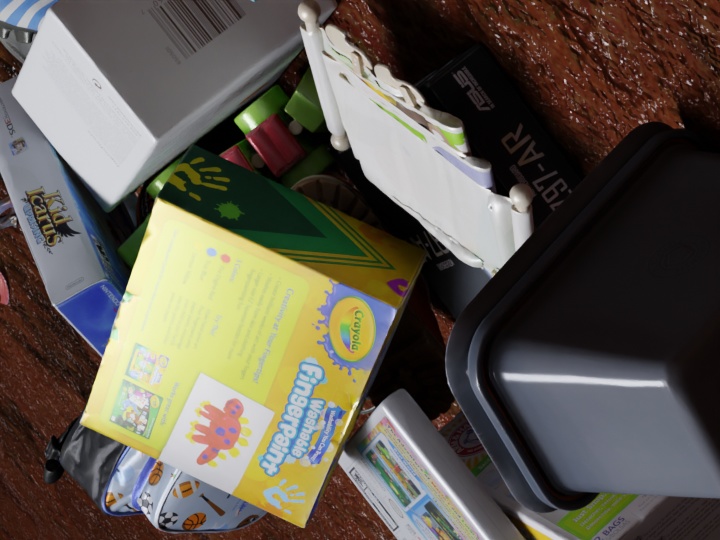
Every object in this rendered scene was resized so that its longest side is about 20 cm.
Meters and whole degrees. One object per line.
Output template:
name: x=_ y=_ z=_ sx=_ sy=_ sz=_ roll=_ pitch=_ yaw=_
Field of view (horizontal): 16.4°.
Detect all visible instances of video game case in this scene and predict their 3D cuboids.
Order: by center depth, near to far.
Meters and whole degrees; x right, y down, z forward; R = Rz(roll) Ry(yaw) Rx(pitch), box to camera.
video game case: x=0.066 y=0.177 z=1.625 sx=0.200 sy=0.024 sz=0.182 roll=52 pitch=163 yaw=6
video game case: x=-0.187 y=-0.015 z=1.744 sx=0.182 sy=0.045 sz=0.200 roll=62 pitch=-177 yaw=30

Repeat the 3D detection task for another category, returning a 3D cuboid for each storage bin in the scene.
storage bin: x=0.166 y=0.034 z=1.226 sx=0.134 sy=0.200 sz=0.146 roll=6 pitch=133 yaw=52

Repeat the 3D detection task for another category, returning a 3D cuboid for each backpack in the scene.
backpack: x=-0.126 y=0.120 z=2.033 sx=0.154 sy=0.200 sz=0.190 roll=44 pitch=-156 yaw=28

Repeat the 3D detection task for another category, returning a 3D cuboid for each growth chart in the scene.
growth chart: x=0.035 y=-0.065 z=1.456 sx=0.200 sy=0.018 sz=0.145 roll=42 pitch=159 yaw=26

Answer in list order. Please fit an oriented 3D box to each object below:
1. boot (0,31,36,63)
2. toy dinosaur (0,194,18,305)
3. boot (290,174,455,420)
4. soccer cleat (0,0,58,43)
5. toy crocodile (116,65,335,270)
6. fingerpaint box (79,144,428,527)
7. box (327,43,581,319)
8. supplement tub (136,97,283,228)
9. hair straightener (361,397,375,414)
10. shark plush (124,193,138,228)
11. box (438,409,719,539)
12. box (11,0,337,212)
boot: x=-0.206 y=-0.157 z=1.912 sx=0.200 sy=0.072 sz=0.182 roll=52 pitch=163 yaw=15
toy dinosaur: x=-0.415 y=-0.080 z=2.380 sx=0.181 sy=0.201 sz=0.105 roll=6 pitch=172 yaw=-5
boot: x=0.000 y=0.000 z=1.671 sx=0.107 sy=0.075 sz=0.200 roll=-94 pitch=-19 yaw=-53
soccer cleat: x=-0.202 y=-0.201 z=1.802 sx=0.200 sy=0.070 sz=0.087 roll=14 pitch=110 yaw=43
toy crocodile: x=-0.083 y=-0.061 z=1.647 sx=0.068 sy=0.200 sz=0.062 roll=52 pitch=-161 yaw=-1
fingerpaint box: x=-0.070 y=0.043 z=1.600 sx=0.166 sy=0.073 sz=0.200 roll=24 pitch=127 yaw=3
box: x=0.070 y=-0.042 z=1.514 sx=0.160 sy=0.043 sz=0.200 roll=53 pitch=161 yaw=-6
supplement tub: x=-0.103 y=-0.050 z=1.797 sx=0.107 sy=0.107 sz=0.200 roll=50 pitch=161 yaw=2
hair straightener: x=-0.058 y=0.044 z=2.002 sx=0.200 sy=0.041 sz=0.077 roll=41 pitch=-174 yaw=12
shark plush: x=-0.163 y=-0.024 z=1.917 sx=0.083 sy=0.091 sz=0.201 roll=29 pitch=-140 yaw=-60
box: x=0.144 y=0.150 z=1.601 sx=0.200 sy=0.112 sz=0.102 roll=27 pitch=150 yaw=52
box: x=-0.124 y=-0.141 z=1.602 sx=0.106 sy=0.152 sz=0.200 roll=51 pitch=161 yaw=-1
